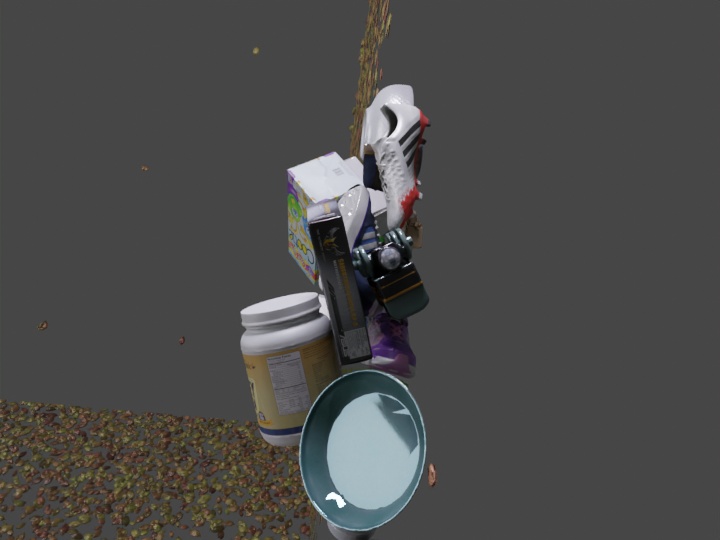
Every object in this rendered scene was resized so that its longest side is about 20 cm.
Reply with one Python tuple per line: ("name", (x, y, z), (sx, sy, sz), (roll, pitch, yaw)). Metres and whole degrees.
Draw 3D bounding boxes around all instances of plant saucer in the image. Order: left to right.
("plant saucer", (0.008, 0.233, 0.924), (0.036, 0.198, 0.203), (27, -118, -51))

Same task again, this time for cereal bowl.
("cereal bowl", (0.045, -0.259, 1.368), (0.200, 0.082, 0.204), (-174, 90, -86))

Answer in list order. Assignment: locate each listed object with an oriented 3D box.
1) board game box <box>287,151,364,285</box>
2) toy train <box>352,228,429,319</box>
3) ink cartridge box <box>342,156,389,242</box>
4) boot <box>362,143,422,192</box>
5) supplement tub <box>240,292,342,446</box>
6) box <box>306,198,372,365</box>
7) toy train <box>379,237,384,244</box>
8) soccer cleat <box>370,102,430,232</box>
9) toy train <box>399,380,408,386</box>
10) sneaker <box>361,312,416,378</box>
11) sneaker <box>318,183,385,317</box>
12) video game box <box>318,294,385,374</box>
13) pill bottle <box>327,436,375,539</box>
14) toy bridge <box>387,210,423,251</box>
("board game box", (-0.065, -0.091, 1.280), (0.105, 0.102, 0.202), (49, 151, 33))
("toy train", (0.042, 0.008, 1.013), (0.200, 0.084, 0.115), (176, 70, -85))
("ink cartridge box", (-0.011, -0.100, 1.402), (0.147, 0.084, 0.201), (52, 156, 25))
("boot", (0.042, -0.166, 1.210), (0.200, 0.095, 0.076), (110, 165, -68))
("supplement tub", (-0.101, 0.146, 1.074), (0.144, 0.142, 0.203), (-130, 28, -83))
("box", (-0.031, 0.011, 0.999), (0.159, 0.048, 0.203), (-108, 6, -77))
("toy train", (0.000, 0.000, 1.280), (0.042, 0.056, 0.201), (-33, -25, -35))
("soccer cleat", (0.051, -0.158, 1.068), (0.068, 0.084, 0.203), (162, 120, -65))
("toy train", (0.033, 0.202, 1.115), (0.200, 0.055, 0.042), (111, 164, -73))
("sneaker", (0.043, 0.104, 1.052), (0.200, 0.079, 0.090), (-175, 105, -83))
("sneaker", (0.016, -0.023, 1.167), (0.080, 0.145, 0.203), (-16, 54, 48))
("video game box", (-0.016, 0.149, 1.235), (0.181, 0.046, 0.204), (7, -93, -54))
("pill bottle", (0.001, 0.311, 1.051), (0.113, 0.110, 0.202), (-91, 9, -54))
("toy bridge", (0.072, -0.064, 1.144), (0.200, 0.027, 0.068), (159, 117, -83))
